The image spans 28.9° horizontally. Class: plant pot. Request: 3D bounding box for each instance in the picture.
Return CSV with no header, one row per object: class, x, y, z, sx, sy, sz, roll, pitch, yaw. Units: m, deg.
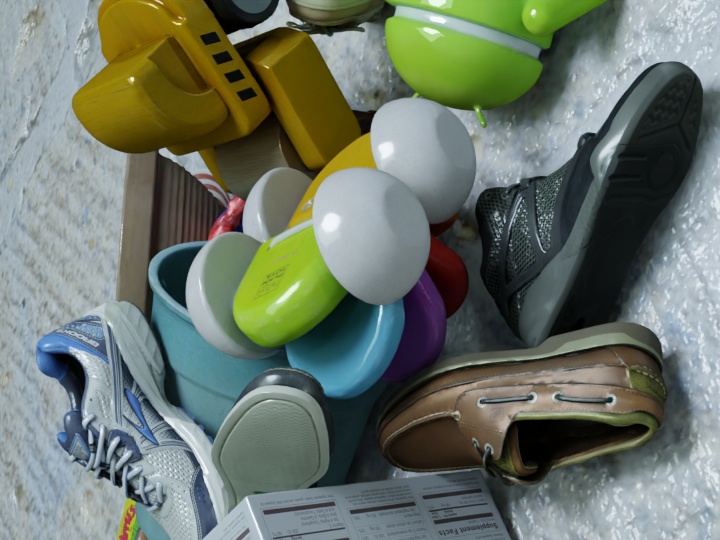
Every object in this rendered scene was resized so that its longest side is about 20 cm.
plant pot,-0.161,-0.005,1.193,0.201,0.091,0.204,-175,90,-81
plant pot,-0.080,0.107,1.041,0.200,0.198,0.199,41,121,51

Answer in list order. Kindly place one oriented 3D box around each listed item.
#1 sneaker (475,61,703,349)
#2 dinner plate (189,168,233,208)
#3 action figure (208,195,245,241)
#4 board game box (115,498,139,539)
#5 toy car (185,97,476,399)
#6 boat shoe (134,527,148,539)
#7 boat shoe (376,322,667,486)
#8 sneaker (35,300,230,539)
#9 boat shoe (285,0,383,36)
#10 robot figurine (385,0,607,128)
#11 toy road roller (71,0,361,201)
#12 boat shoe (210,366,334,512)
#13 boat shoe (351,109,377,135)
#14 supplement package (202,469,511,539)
sneaker,0.132,-0.052,0.871,0.114,0.075,0.201,47,124,42
dinner plate,-0.158,0.006,1.313,0.199,0.024,0.203,-22,62,50
action figure,-0.086,-0.077,1.118,0.065,0.051,0.203,-175,101,-84
board game box,-0.144,0.205,1.167,0.047,0.101,0.203,22,98,54
toy car,0.000,0.000,0.896,0.174,0.151,0.201,-25,20,37
boat shoe,-0.109,0.282,1.095,0.073,0.075,0.202,-25,88,30
boat shoe,0.089,0.092,0.845,0.198,0.072,0.069,-24,42,31
sneaker,-0.159,0.117,0.939,0.201,0.084,0.077,56,136,23
boat shoe,-0.012,-0.206,1.064,0.072,0.200,0.063,21,113,10
robot figurine,0.083,-0.201,0.949,0.175,0.115,0.203,22,99,48
toy road roller,-0.110,-0.116,0.981,0.122,0.201,0.146,-9,32,47
boat shoe,-0.051,0.102,0.857,0.201,0.071,0.068,99,-178,-61
boat shoe,0.009,-0.085,1.065,0.070,0.070,0.201,-43,41,14
supplement package,-0.015,0.219,0.883,0.156,0.198,0.112,-47,56,37
